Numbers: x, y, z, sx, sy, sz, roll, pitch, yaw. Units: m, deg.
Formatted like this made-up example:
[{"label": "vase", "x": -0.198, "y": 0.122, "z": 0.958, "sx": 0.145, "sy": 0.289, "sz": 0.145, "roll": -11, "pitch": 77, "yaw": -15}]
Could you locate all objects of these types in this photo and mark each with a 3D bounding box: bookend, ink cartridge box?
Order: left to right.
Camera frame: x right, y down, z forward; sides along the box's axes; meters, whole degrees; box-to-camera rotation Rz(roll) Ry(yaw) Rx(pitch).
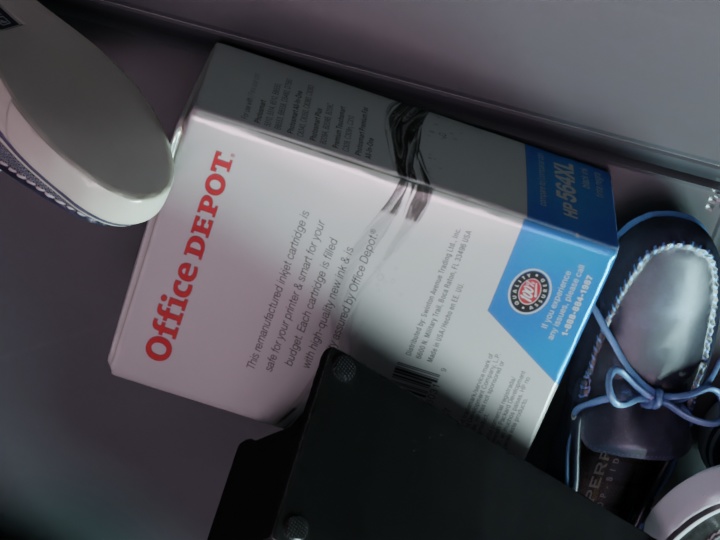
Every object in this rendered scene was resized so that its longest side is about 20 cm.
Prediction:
[{"label": "bookend", "x": -0.001, "y": 0.144, "z": 0.871, "sx": 0.198, "sy": 0.093, "sz": 0.200, "roll": 31, "pitch": 148, "yaw": -23}, {"label": "ink cartridge box", "x": 0.000, "y": 0.000, "z": 0.860, "sx": 0.199, "sy": 0.084, "sz": 0.147, "roll": 19, "pitch": 120, "yaw": -5}]

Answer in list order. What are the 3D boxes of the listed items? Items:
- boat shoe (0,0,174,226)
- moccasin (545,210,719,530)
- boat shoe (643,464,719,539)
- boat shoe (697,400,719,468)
[{"label": "boat shoe", "x": -0.165, "y": -0.068, "z": 0.816, "sx": 0.200, "sy": 0.074, "sz": 0.093, "roll": 47, "pitch": 126, "yaw": 21}, {"label": "moccasin", "x": 0.137, "y": 0.070, "z": 0.891, "sx": 0.080, "sy": 0.068, "sz": 0.201, "roll": 3, "pitch": 122, "yaw": -4}, {"label": "boat shoe", "x": 0.171, "y": 0.167, "z": 0.907, "sx": 0.073, "sy": 0.068, "sz": 0.200, "roll": -5, "pitch": 142, "yaw": -13}, {"label": "boat shoe", "x": 0.263, "y": 0.101, "z": 0.886, "sx": 0.198, "sy": 0.091, "sz": 0.071, "roll": 3, "pitch": 120, "yaw": 5}]
